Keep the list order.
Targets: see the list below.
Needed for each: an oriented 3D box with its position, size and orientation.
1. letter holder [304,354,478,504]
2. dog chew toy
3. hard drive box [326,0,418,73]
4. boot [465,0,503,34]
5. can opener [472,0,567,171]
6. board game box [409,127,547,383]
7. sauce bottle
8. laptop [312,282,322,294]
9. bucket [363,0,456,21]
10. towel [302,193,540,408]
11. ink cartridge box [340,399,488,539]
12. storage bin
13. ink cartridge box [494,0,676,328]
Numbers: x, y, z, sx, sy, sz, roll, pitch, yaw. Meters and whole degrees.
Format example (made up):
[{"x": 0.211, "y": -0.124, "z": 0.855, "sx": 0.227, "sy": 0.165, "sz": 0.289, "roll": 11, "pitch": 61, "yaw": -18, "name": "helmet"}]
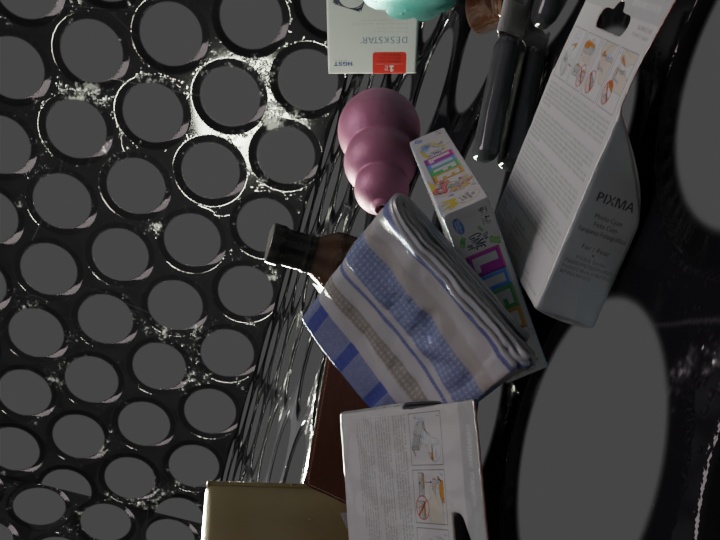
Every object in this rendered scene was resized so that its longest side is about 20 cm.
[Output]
[{"x": 0.047, "y": 0.108, "z": 0.783, "sx": 0.100, "sy": 0.140, "sz": 0.204, "roll": -27, "pitch": -49, "yaw": -58, "name": "letter holder"}, {"x": 0.028, "y": -0.165, "z": 1.285, "sx": 0.125, "sy": 0.122, "sz": 0.203, "roll": 117, "pitch": 158, "yaw": -49, "name": "dog chew toy"}, {"x": 0.020, "y": -0.432, "z": 1.471, "sx": 0.078, "sy": 0.152, "sz": 0.203, "roll": -92, "pitch": 0, "yaw": -50, "name": "hard drive box"}, {"x": 0.163, "y": -0.348, "z": 0.954, "sx": 0.200, "sy": 0.063, "sz": 0.190, "roll": -96, "pitch": 21, "yaw": -77, "name": "boot"}, {"x": 0.145, "y": -0.193, "z": 0.813, "sx": 0.066, "sy": 0.052, "sz": 0.204, "roll": 166, "pitch": 119, "yaw": -78, "name": "can opener"}, {"x": 0.087, "y": -0.021, "z": 0.699, "sx": 0.201, "sy": 0.034, "sz": 0.136, "roll": -98, "pitch": -14, "yaw": -68, "name": "board game box"}, {"x": 0.000, "y": 0.000, "z": 0.915, "sx": 0.065, "sy": 0.196, "sz": 0.066, "roll": -166, "pitch": 91, "yaw": -79, "name": "sauce bottle"}, {"x": -0.023, "y": 0.133, "z": 1.092, "sx": 0.187, "sy": 0.114, "sz": 0.204, "roll": -163, "pitch": 89, "yaw": -81, "name": "laptop"}, {"x": 0.082, "y": -0.441, "z": 1.171, "sx": 0.134, "sy": 0.204, "sz": 0.211, "roll": -175, "pitch": 101, "yaw": -71, "name": "bucket"}, {"x": 0.032, "y": 0.048, "z": 0.659, "sx": 0.024, "sy": 0.147, "sz": 0.200, "roll": -35, "pitch": -9, "yaw": -35, "name": "towel"}, {"x": 0.049, "y": 0.192, "z": 0.617, "sx": 0.173, "sy": 0.043, "sz": 0.205, "roll": -20, "pitch": 72, "yaw": 56, "name": "ink cartridge box"}, {"x": -0.048, "y": 0.262, "z": 0.788, "sx": 0.200, "sy": 0.194, "sz": 0.096, "roll": -160, "pitch": 75, "yaw": -81, "name": "storage bin"}, {"x": 0.157, "y": -0.086, "z": 0.609, "sx": 0.161, "sy": 0.046, "sz": 0.203, "roll": -97, "pitch": 27, "yaw": -68, "name": "ink cartridge box"}]
